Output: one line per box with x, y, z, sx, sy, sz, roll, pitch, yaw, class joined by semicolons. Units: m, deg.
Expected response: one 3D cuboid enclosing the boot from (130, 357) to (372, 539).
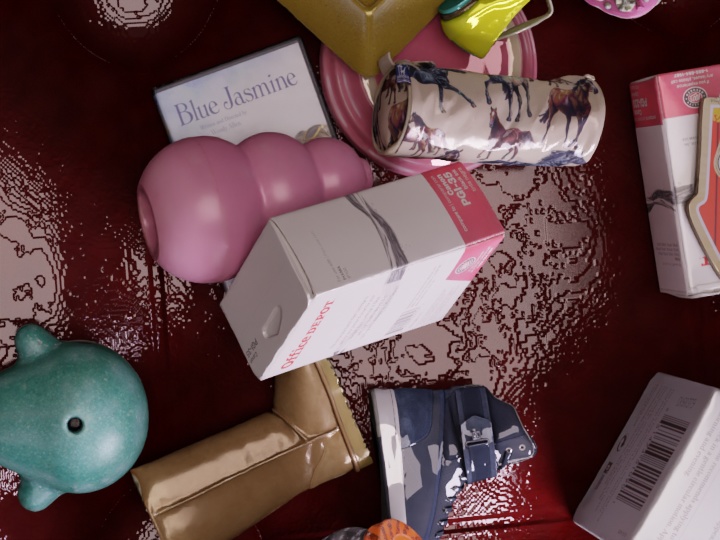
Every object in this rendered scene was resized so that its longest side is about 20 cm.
-0.108;0.142;1.601;0.199;0.066;0.176;-25;95;-7;boot

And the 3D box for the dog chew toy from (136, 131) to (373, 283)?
-0.085;-0.062;1.556;0.199;0.124;0.125;-14;94;-17;dog chew toy

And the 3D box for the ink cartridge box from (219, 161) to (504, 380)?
0.000;0.000;1.535;0.199;0.147;0.083;-17;67;-32;ink cartridge box

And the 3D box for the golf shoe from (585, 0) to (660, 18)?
0.185;-0.289;1.643;0.200;0.091;0.076;37;107;12;golf shoe

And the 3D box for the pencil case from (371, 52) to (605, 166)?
0.110;-0.135;1.564;0.199;0.078;0.090;2;82;-20;pencil case

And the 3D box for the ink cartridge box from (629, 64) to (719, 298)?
0.335;-0.085;1.663;0.145;0.085;0.201;-10;92;-11;ink cartridge box

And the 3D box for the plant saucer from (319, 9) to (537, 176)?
0.065;-0.183;1.623;0.199;0.051;0.202;0;88;-14;plant saucer

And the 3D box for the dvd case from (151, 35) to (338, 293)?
-0.084;-0.090;1.622;0.142;0.018;0.201;-21;95;-8;dvd case

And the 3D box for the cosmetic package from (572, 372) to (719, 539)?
0.328;0.214;1.630;0.199;0.165;0.165;32;87;-9;cosmetic package

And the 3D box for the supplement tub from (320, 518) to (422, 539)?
-0.032;0.298;1.554;0.200;0.123;0.123;-34;98;22;supplement tub

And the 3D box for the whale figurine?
-0.278;0.126;1.549;0.199;0.104;0.160;1;92;-10;whale figurine

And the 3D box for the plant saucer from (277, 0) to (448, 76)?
0.003;-0.302;1.580;0.200;0.048;0.200;42;78;9;plant saucer

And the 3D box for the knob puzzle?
0.383;-0.051;1.617;0.218;0.030;0.221;0;92;-13;knob puzzle

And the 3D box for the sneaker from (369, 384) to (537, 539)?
0.088;0.200;1.631;0.145;0.077;0.204;-5;91;-7;sneaker

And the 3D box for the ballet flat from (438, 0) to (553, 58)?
0.157;-0.256;1.573;0.200;0.067;0.067;-39;107;3;ballet flat
